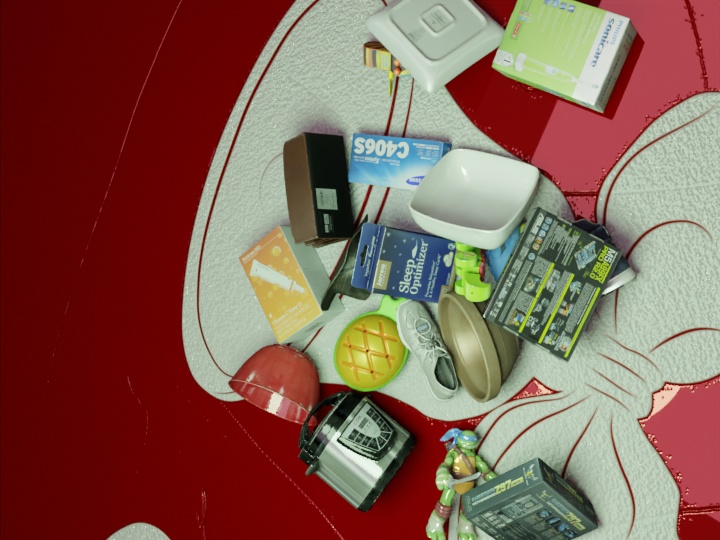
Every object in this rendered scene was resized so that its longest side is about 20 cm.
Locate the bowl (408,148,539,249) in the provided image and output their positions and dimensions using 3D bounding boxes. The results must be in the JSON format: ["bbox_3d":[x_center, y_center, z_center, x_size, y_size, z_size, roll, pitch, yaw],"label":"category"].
[{"bbox_3d":[0.203,-0.117,1.447,0.196,0.201,0.076,18,140,29],"label":"bowl"}]

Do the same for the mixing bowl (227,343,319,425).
[{"bbox_3d":[-0.157,0.218,1.648,0.196,0.201,0.110,11,65,28],"label":"mixing bowl"}]

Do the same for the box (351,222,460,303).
[{"bbox_3d":[0.086,-0.011,1.505,0.032,0.195,0.124,-150,70,-68],"label":"box"}]

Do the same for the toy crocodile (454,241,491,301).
[{"bbox_3d":[0.196,-0.011,1.438,0.060,0.201,0.069,0,114,7],"label":"toy crocodile"}]

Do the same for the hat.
[{"bbox_3d":[0.000,0.000,1.564,0.080,0.201,0.204,26,104,2],"label":"hat"}]

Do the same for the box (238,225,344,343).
[{"bbox_3d":[-0.140,0.027,1.669,0.123,0.097,0.203,-35,75,24],"label":"box"}]

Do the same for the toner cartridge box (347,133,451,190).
[{"bbox_3d":[0.073,-0.207,1.579,0.196,0.043,0.098,10,98,28],"label":"toner cartridge box"}]

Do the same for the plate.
[{"bbox_3d":[0.138,-0.445,1.486,0.198,0.032,0.200,-36,72,-14],"label":"plate"}]

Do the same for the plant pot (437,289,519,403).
[{"bbox_3d":[0.218,0.122,1.454,0.091,0.201,0.205,-19,79,-13],"label":"plant pot"}]

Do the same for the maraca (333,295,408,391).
[{"bbox_3d":[0.035,0.139,1.574,0.200,0.107,0.137,-45,83,2],"label":"maraca"}]

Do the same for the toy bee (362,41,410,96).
[{"bbox_3d":[0.072,-0.400,1.530,0.197,0.108,0.134,-7,106,40],"label":"toy bee"}]

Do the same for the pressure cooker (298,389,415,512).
[{"bbox_3d":[-0.017,0.330,1.546,0.199,0.176,0.180,38,95,10],"label":"pressure cooker"}]

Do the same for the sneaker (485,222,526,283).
[{"bbox_3d":[0.258,0.008,1.440,0.077,0.066,0.205,-3,63,22],"label":"sneaker"}]

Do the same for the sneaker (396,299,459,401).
[{"bbox_3d":[0.135,0.143,1.515,0.203,0.074,0.082,63,158,-2],"label":"sneaker"}]

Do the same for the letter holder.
[{"bbox_3d":[-0.102,-0.152,1.624,0.141,0.099,0.206,-12,83,48],"label":"letter holder"}]

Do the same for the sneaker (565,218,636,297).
[{"bbox_3d":[0.348,-0.001,1.406,0.200,0.077,0.148,-32,87,15],"label":"sneaker"}]

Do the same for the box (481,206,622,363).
[{"bbox_3d":[0.310,0.023,1.337,0.158,0.044,0.204,26,92,3],"label":"box"}]

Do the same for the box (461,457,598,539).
[{"bbox_3d":[0.289,0.409,1.393,0.156,0.199,0.052,-32,38,24],"label":"box"}]

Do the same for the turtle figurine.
[{"bbox_3d":[0.195,0.403,1.463,0.198,0.142,0.199,24,110,37],"label":"turtle figurine"}]

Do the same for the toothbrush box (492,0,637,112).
[{"bbox_3d":[0.347,-0.379,1.403,0.197,0.086,0.149,27,103,26],"label":"toothbrush box"}]
